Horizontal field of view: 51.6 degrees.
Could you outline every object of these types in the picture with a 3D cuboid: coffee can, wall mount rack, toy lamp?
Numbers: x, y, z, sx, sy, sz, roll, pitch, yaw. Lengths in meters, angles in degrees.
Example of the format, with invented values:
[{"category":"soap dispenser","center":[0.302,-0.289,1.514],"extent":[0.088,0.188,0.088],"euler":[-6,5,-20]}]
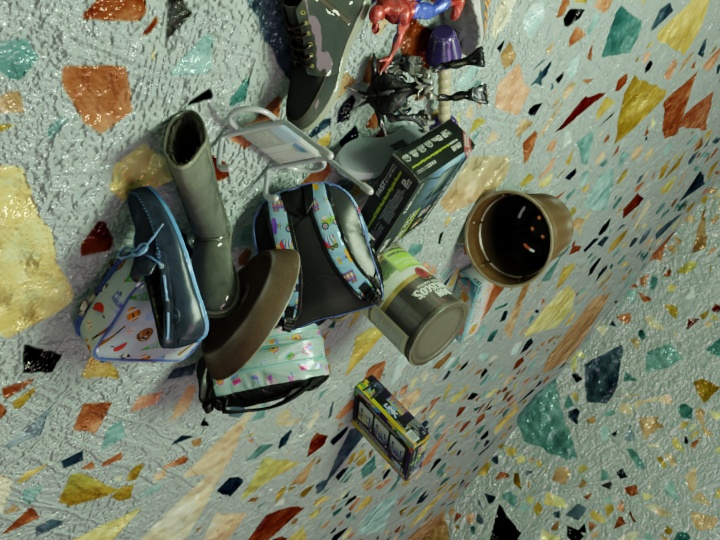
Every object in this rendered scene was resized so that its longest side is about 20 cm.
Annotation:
[{"category":"coffee can","center":[0.078,0.054,1.371],"extent":[0.145,0.200,0.147],"euler":[-33,148,-24]},{"category":"wall mount rack","center":[-0.083,-0.143,0.970],"extent":[0.200,0.171,0.076],"euler":[31,58,-60]},{"category":"toy lamp","center":[0.130,-0.294,1.173],"extent":[0.058,0.058,0.201],"euler":[-36,150,-18]}]

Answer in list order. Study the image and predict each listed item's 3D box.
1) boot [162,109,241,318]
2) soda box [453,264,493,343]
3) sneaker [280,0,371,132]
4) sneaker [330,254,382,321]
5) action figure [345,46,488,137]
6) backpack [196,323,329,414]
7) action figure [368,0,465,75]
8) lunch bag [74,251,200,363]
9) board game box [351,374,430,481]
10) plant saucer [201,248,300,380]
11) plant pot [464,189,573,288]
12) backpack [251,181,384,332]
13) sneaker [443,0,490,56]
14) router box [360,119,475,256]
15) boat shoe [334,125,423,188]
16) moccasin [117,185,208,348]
[{"category":"boot","center":[-0.194,-0.065,0.920],"extent":[0.071,0.184,0.201],"euler":[-8,146,-12]},{"category":"soda box","center":[0.258,0.077,1.776],"extent":[0.068,0.064,0.202],"euler":[-26,143,-32]},{"category":"sneaker","center":[-0.071,-0.277,0.922],"extent":[0.105,0.074,0.202],"euler":[4,114,-49]},{"category":"sneaker","center":[0.000,0.000,1.303],"extent":[0.202,0.070,0.076],"euler":[-61,172,-4]},{"category":"action figure","center":[0.084,-0.259,1.073],"extent":[0.102,0.197,0.121],"euler":[-16,100,-74]},{"category":"backpack","center":[-0.151,0.153,1.203],"extent":[0.197,0.129,0.167],"euler":[-15,178,10]},{"category":"action figure","center":[0.058,-0.329,0.995],"extent":[0.199,0.065,0.099],"euler":[-30,159,-52]},{"category":"lunch bag","center":[-0.288,0.058,1.024],"extent":[0.161,0.076,0.199],"euler":[-52,151,13]},{"category":"board game box","center":[0.067,0.367,1.732],"extent":[0.056,0.200,0.167],"euler":[-31,148,-28]},{"category":"plant saucer","center":[-0.153,0.049,0.989],"extent":[0.034,0.200,0.201],"euler":[35,98,-24]},{"category":"plant pot","center":[0.356,-0.080,1.604],"extent":[0.197,0.200,0.202],"euler":[-16,139,-53]},{"category":"backpack","center":[-0.068,-0.032,1.120],"extent":[0.180,0.203,0.135],"euler":[-17,-168,5]},{"category":"sneaker","center":[0.182,-0.411,1.078],"extent":[0.112,0.077,0.201],"euler":[-42,155,-19]},{"category":"router box","center":[0.078,-0.126,1.167],"extent":[0.149,0.062,0.201],"euler":[-35,165,-38]},{"category":"boat shoe","center":[0.027,-0.168,1.183],"extent":[0.201,0.075,0.086],"euler":[-30,160,-41]},{"category":"moccasin","center":[-0.245,-0.004,0.899],"extent":[0.068,0.203,0.080],"euler":[-21,176,-31]}]
